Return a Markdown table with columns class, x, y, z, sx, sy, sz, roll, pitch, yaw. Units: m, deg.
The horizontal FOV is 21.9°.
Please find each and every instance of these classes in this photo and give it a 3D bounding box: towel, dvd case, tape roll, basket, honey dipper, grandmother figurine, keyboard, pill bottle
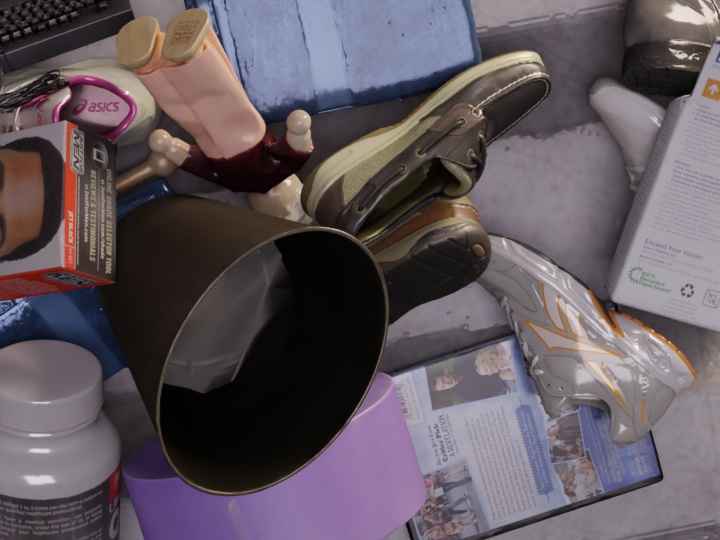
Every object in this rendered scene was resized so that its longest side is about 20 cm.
| class | x | y | z | sx | sy | sz | roll | pitch | yaw |
| --- | --- | --- | --- | --- | --- | --- | --- | --- | --- |
| towel | -0.020 | -0.170 | 1.319 | 0.198 | 0.049 | 0.113 | -11 | 101 | -2 |
| dvd case | 0.116 | 0.120 | 1.394 | 0.198 | 0.018 | 0.144 | -17 | 100 | -3 |
| towel | -0.196 | 0.029 | 1.328 | 0.199 | 0.049 | 0.112 | -33 | 117 | -1 |
| tape roll | -0.059 | 0.144 | 1.290 | 0.198 | 0.200 | 0.086 | -18 | 98 | -2 |
| basket | -0.091 | 0.028 | 1.216 | 0.136 | 0.200 | 0.181 | 34 | 91 | -30 |
| honey dipper | -0.219 | -0.036 | 1.337 | 0.199 | 0.038 | 0.038 | -28 | 99 | -5 |
| grandmother figurine | -0.084 | -0.092 | 1.270 | 0.200 | 0.120 | 0.061 | 57 | 47 | -43 |
| keyboard | -0.251 | -0.149 | 1.280 | 0.198 | 0.128 | 0.021 | -20 | 138 | -2 |
| pill bottle | -0.221 | 0.154 | 1.294 | 0.110 | 0.111 | 0.202 | 2 | 118 | -5 |

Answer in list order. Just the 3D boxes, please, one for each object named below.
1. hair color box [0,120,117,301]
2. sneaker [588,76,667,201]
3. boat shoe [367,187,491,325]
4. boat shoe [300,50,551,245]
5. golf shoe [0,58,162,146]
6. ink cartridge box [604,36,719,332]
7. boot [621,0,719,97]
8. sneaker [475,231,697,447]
| class | x | y | z | sx | sy | sz | roll | pitch | yaw |
| --- | --- | --- | --- | --- | --- | --- | --- | --- | --- |
| hair color box | -0.260 | -0.031 | 1.257 | 0.198 | 0.061 | 0.103 | -9 | 74 | 27 |
| sneaker | 0.229 | -0.055 | 1.354 | 0.080 | 0.070 | 0.200 | -43 | 100 | 5 |
| boat shoe | 0.000 | 0.000 | 1.343 | 0.199 | 0.074 | 0.076 | -24 | 140 | 14 |
| boat shoe | 0.055 | -0.078 | 1.287 | 0.200 | 0.072 | 0.066 | -31 | 61 | -13 |
| golf shoe | -0.238 | -0.111 | 1.295 | 0.198 | 0.092 | 0.076 | -8 | 100 | -2 |
| ink cartridge box | 0.295 | -0.047 | 1.310 | 0.198 | 0.041 | 0.202 | 17 | 107 | -11 |
| boot | 0.270 | -0.187 | 1.337 | 0.198 | 0.070 | 0.133 | 9 | 72 | -30 |
| sneaker | 0.139 | 0.050 | 1.341 | 0.199 | 0.076 | 0.092 | 35 | 89 | 8 |
